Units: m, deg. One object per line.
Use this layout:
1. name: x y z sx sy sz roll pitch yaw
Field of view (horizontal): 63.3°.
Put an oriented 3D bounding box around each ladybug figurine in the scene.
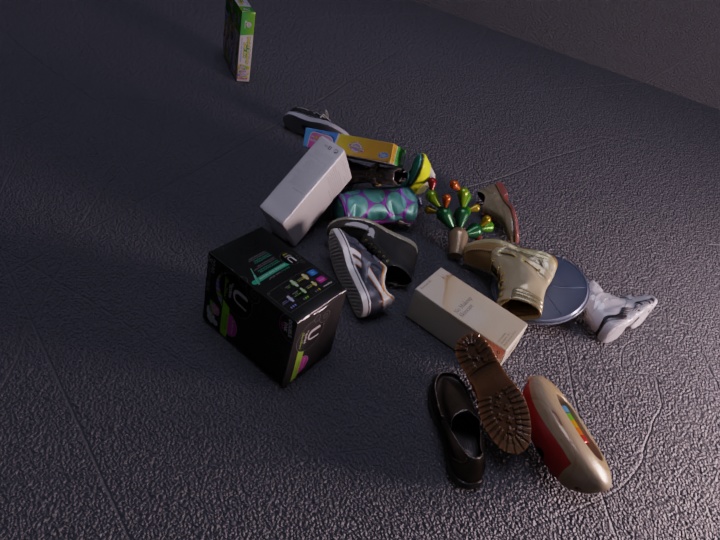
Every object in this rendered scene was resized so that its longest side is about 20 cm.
1. ladybug figurine: 0.310 0.257 0.914 0.135 0.072 0.202 31 27 -46

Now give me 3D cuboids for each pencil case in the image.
1. pencil case: 0.035 -0.135 1.292 0.197 0.085 0.094 -9 74 -27

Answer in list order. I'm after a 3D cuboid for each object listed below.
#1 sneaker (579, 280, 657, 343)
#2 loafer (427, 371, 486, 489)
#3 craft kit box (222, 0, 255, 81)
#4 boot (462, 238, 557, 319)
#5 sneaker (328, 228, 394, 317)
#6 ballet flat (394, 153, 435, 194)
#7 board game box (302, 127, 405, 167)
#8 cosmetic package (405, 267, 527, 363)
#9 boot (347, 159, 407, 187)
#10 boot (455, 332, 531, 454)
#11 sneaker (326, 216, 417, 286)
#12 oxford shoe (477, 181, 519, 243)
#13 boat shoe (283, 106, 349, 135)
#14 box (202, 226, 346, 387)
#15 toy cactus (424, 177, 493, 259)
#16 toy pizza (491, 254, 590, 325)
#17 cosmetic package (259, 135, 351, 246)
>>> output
1. sneaker: 0.535 0.070 1.234 0.198 0.076 0.115 -20 53 -32
2. loafer: 0.159 0.233 0.911 0.072 0.072 0.202 4 41 -15
3. craft kit box: -0.363 -0.698 1.730 0.048 0.202 0.198 -8 43 -27
4. boot: 0.287 0.019 1.190 0.197 0.073 0.156 14 51 21
5. sneaker: 0.000 0.000 1.128 0.078 0.079 0.202 -10 57 -22
6. ballet flat: 0.135 -0.212 1.351 0.066 0.200 0.068 14 73 -11
7. board game box: -0.010 -0.269 1.291 0.197 0.041 0.153 13 8 12
8. cosmetic package: 0.197 0.092 1.092 0.199 0.074 0.103 35 42 20
9. boot: 0.023 -0.215 1.331 0.171 0.071 0.200 4 14 13
10. boot: 0.224 0.207 0.950 0.074 0.107 0.202 -25 53 9
11. sneaker: 0.021 -0.041 1.182 0.197 0.076 0.107 16 36 -2
12. oxford shoe: 0.339 -0.135 1.433 0.073 0.071 0.202 -14 43 6
13. boat shoe: -0.106 -0.384 1.548 0.197 0.074 0.068 21 52 20
14. box: -0.144 0.055 0.952 0.199 0.150 0.124 35 41 21
15. toy cactus: 0.215 -0.107 1.316 0.199 0.101 0.168 30 60 -35
16. toy pizza: 0.374 0.041 1.220 0.196 0.032 0.202 -6 44 6
17. cosmetic package: -0.108 -0.161 1.191 0.074 0.102 0.201 34 74 22
